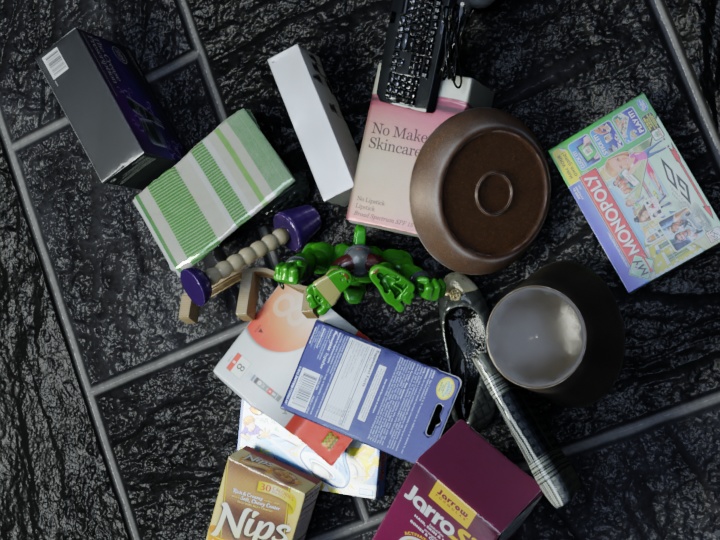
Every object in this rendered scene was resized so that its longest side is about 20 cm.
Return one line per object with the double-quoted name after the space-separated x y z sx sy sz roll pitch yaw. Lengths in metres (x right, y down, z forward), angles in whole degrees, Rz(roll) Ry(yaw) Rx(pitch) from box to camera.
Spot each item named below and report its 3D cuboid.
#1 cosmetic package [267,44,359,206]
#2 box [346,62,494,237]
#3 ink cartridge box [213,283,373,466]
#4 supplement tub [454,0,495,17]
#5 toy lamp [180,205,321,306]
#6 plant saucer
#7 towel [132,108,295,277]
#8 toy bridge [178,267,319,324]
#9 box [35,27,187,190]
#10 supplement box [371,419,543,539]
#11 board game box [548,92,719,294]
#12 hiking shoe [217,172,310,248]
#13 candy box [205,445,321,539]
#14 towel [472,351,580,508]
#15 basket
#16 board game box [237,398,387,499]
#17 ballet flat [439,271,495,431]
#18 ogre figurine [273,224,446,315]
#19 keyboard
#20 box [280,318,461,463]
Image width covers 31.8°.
-0.050 -0.185 1.622 0.051 0.083 0.200 -25 81 18 "cosmetic package"
0.075 -0.143 1.561 0.128 0.109 0.201 12 93 20 "box"
-0.068 0.125 1.604 0.200 0.050 0.162 36 87 29 "ink cartridge box"
0.144 -0.411 1.526 0.200 0.145 0.145 -46 75 12 "supplement tub"
-0.135 -0.026 1.605 0.058 0.200 0.058 36 142 34 "toy lamp"
0.152 -0.092 1.500 0.034 0.200 0.201 18 96 62 "plant saucer"
-0.192 -0.103 1.640 0.200 0.023 0.153 -39 57 8 "towel"
-0.144 0.031 1.626 0.199 0.027 0.067 -3 66 23 "toy bridge"
-0.327 -0.211 1.692 0.079 0.141 0.200 -33 78 13 "box"
0.109 0.297 1.492 0.131 0.103 0.200 39 134 18 "supplement box"
0.331 -0.091 1.510 0.134 0.029 0.200 -31 78 15 "board game box"
-0.164 -0.094 1.664 0.200 0.074 0.087 -23 80 17 "hiking shoe"
-0.134 0.341 1.628 0.115 0.055 0.201 22 109 18 "candy box"
0.191 0.183 1.460 0.034 0.200 0.193 -32 77 9 "towel"
0.221 0.073 1.453 0.136 0.200 0.181 -10 84 19 "basket"
-0.061 0.214 1.637 0.199 0.034 0.136 4 90 20 "board game box"
0.132 0.100 1.559 0.066 0.057 0.201 -11 84 23 "ballet flat"
0.000 0.000 1.560 0.199 0.120 0.098 -13 109 4 "ogre figurine"
0.077 -0.286 1.468 0.104 0.040 0.201 15 105 20 "keyboard"
0.015 0.153 1.559 0.200 0.032 0.121 22 85 14 "box"
